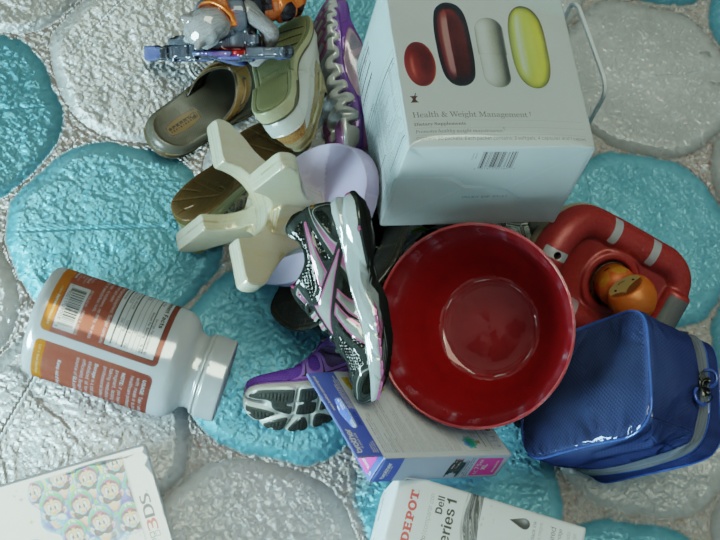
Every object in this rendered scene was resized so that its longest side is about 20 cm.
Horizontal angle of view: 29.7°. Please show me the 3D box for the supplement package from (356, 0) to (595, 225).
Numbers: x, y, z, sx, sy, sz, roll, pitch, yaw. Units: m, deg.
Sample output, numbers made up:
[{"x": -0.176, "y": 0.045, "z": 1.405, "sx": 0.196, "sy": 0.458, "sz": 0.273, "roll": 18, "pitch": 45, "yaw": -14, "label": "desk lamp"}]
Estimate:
[{"x": 0.109, "y": -0.168, "z": 1.365, "sx": 0.189, "sy": 0.147, "sz": 0.202, "roll": -1, "pitch": 62, "yaw": -13, "label": "supplement package"}]

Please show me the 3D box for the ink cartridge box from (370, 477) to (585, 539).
[{"x": 0.105, "y": 0.301, "z": 1.332, "sx": 0.198, "sy": 0.084, "sz": 0.147, "roll": 17, "pitch": 63, "yaw": -3, "label": "ink cartridge box"}]

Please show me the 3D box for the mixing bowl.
[{"x": 0.122, "y": 0.057, "z": 1.371, "sx": 0.198, "sy": 0.108, "sz": 0.203, "roll": -1, "pitch": 86, "yaw": 14, "label": "mixing bowl"}]

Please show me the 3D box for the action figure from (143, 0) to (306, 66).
[{"x": -0.151, "y": -0.286, "z": 1.508, "sx": 0.198, "sy": 0.106, "sz": 0.193, "roll": 2, "pitch": 23, "yaw": 23, "label": "action figure"}]

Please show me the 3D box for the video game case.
[{"x": -0.278, "y": 0.280, "z": 1.306, "sx": 0.198, "sy": 0.024, "sz": 0.184, "roll": -15, "pitch": 69, "yaw": -16, "label": "video game case"}]

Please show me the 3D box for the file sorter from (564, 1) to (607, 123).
[{"x": 0.166, "y": -0.218, "z": 1.559, "sx": 0.198, "sy": 0.125, "sz": 0.140, "roll": -9, "pitch": 68, "yaw": -15, "label": "file sorter"}]

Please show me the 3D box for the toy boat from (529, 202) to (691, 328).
[{"x": 0.269, "y": 0.017, "z": 1.433, "sx": 0.199, "sy": 0.131, "sz": 0.131, "roll": 26, "pitch": 97, "yaw": -18, "label": "toy boat"}]

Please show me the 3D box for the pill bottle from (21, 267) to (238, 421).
[{"x": -0.228, "y": 0.080, "z": 1.359, "sx": 0.198, "sy": 0.112, "sz": 0.113, "roll": 19, "pitch": 64, "yaw": -1, "label": "pill bottle"}]

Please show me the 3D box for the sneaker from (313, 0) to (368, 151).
[{"x": -0.004, "y": -0.219, "z": 1.560, "sx": 0.088, "sy": 0.081, "sz": 0.202, "roll": -4, "pitch": 71, "yaw": -19, "label": "sneaker"}]

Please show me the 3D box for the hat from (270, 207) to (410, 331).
[{"x": 0.000, "y": 0.000, "z": 1.436, "sx": 0.081, "sy": 0.200, "sz": 0.202, "roll": 43, "pitch": 60, "yaw": -29, "label": "hat"}]

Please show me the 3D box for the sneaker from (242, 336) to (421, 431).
[{"x": -0.035, "y": 0.107, "z": 1.414, "sx": 0.198, "sy": 0.081, "sz": 0.084, "roll": -13, "pitch": 54, "yaw": -26, "label": "sneaker"}]

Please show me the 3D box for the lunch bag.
[{"x": 0.273, "y": 0.130, "z": 1.373, "sx": 0.132, "sy": 0.199, "sz": 0.137, "roll": 22, "pitch": 61, "yaw": -35, "label": "lunch bag"}]

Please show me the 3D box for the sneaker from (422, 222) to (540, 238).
[{"x": 0.158, "y": -0.044, "z": 1.517, "sx": 0.198, "sy": 0.076, "sz": 0.088, "roll": 26, "pitch": 78, "yaw": 7, "label": "sneaker"}]

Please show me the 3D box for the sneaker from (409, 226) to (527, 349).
[{"x": 0.134, "y": 0.018, "z": 1.459, "sx": 0.199, "sy": 0.072, "sz": 0.083, "roll": 30, "pitch": 93, "yaw": 4, "label": "sneaker"}]

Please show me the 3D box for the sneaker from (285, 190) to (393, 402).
[{"x": -0.022, "y": 0.027, "z": 1.302, "sx": 0.085, "sy": 0.080, "sz": 0.202, "roll": -8, "pitch": 97, "yaw": 12, "label": "sneaker"}]

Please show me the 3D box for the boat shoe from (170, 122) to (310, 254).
[{"x": -0.126, "y": -0.099, "z": 1.494, "sx": 0.073, "sy": 0.063, "sz": 0.200, "roll": 31, "pitch": 58, "yaw": 34, "label": "boat shoe"}]

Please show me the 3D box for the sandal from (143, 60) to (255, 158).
[{"x": -0.163, "y": -0.203, "z": 1.528, "sx": 0.082, "sy": 0.055, "sz": 0.200, "roll": 45, "pitch": 61, "yaw": 11, "label": "sandal"}]

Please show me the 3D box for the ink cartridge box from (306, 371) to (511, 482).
[{"x": 0.043, "y": 0.154, "z": 1.349, "sx": 0.199, "sy": 0.042, "sz": 0.120, "roll": 6, "pitch": 37, "yaw": -39, "label": "ink cartridge box"}]

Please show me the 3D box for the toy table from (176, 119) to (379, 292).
[{"x": -0.089, "y": -0.063, "z": 1.373, "sx": 0.116, "sy": 0.200, "sz": 0.185, "roll": 8, "pitch": 48, "yaw": -42, "label": "toy table"}]

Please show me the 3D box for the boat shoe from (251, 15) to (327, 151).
[{"x": -0.077, "y": -0.208, "z": 1.512, "sx": 0.074, "sy": 0.069, "sz": 0.201, "roll": -18, "pitch": 37, "yaw": 23, "label": "boat shoe"}]
